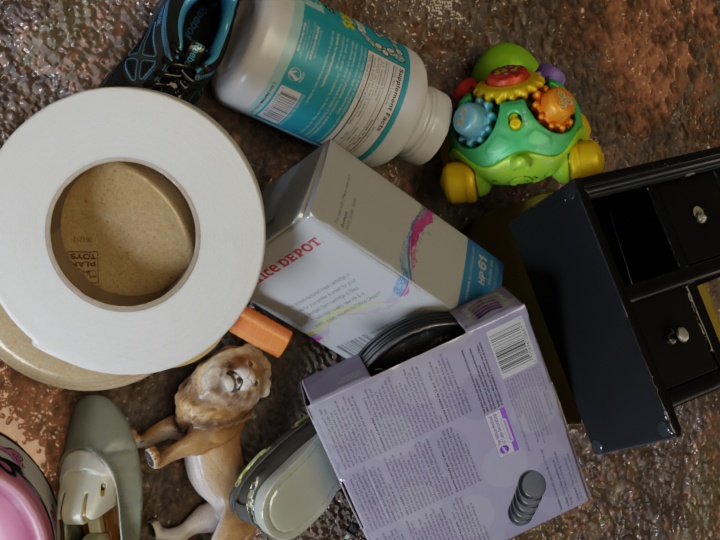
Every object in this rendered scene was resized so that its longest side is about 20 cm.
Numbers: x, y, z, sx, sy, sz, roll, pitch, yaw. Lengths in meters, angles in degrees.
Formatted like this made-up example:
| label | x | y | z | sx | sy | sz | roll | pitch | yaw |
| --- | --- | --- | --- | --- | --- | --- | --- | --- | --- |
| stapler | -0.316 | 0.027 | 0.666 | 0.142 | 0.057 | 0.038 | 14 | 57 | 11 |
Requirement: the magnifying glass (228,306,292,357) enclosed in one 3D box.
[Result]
| label | x | y | z | sx | sy | sz | roll | pitch | yaw |
| --- | --- | --- | --- | --- | --- | --- | --- | --- | --- |
| magnifying glass | -0.146 | 0.012 | 0.753 | 0.199 | 0.022 | 0.080 | 31 | 101 | -9 |

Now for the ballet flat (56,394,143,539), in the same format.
| label | x | y | z | sx | sy | sz | roll | pitch | yaw |
| --- | --- | --- | --- | --- | --- | --- | --- | --- | --- |
| ballet flat | -0.204 | 0.200 | 0.724 | 0.064 | 0.067 | 0.203 | -19 | 106 | -72 |

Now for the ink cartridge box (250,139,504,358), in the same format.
| label | x | y | z | sx | sy | sz | roll | pitch | yaw |
| --- | --- | --- | --- | --- | --- | --- | --- | --- | --- |
| ink cartridge box | 0.000 | 0.000 | 0.785 | 0.199 | 0.144 | 0.085 | 32 | 53 | -26 |

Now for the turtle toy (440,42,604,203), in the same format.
| label | x | y | z | sx | sy | sz | roll | pitch | yaw |
| --- | --- | --- | --- | --- | --- | --- | --- | --- | --- |
| turtle toy | 0.139 | -0.143 | 0.862 | 0.144 | 0.201 | 0.102 | -9 | 118 | 9 |

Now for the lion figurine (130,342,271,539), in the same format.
| label | x | y | z | sx | sy | sz | roll | pitch | yaw |
| --- | --- | --- | --- | --- | --- | --- | --- | --- | --- |
| lion figurine | -0.120 | 0.166 | 0.784 | 0.122 | 0.072 | 0.202 | -20 | 114 | -35 |

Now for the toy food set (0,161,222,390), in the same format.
| label | x | y | z | sx | sy | sz | roll | pitch | yaw |
| --- | --- | --- | --- | --- | --- | --- | --- | --- | --- |
| toy food set | -0.204 | -0.008 | 0.706 | 0.198 | 0.049 | 0.200 | -15 | 102 | -3 |

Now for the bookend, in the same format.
| label | x | y | z | sx | sy | sz | roll | pitch | yaw |
| --- | --- | --- | --- | --- | --- | --- | --- | --- | --- |
| bookend | 0.251 | 0.018 | 0.757 | 0.197 | 0.092 | 0.202 | -13 | 79 | -29 |

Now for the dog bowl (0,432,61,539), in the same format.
| label | x | y | z | sx | sy | sz | roll | pitch | yaw |
| --- | --- | --- | --- | --- | --- | --- | --- | --- | --- |
| dog bowl | -0.311 | 0.211 | 0.669 | 0.198 | 0.074 | 0.203 | 0 | 90 | -28 |

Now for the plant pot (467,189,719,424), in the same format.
| label | x | y | z | sx | sy | sz | roll | pitch | yaw |
| --- | --- | --- | --- | --- | --- | --- | --- | --- | --- |
| plant pot | 0.200 | 0.028 | 0.887 | 0.192 | 0.195 | 0.203 | -9 | 84 | -28 |

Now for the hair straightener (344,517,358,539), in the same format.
| label | x | y | z | sx | sy | sz | roll | pitch | yaw |
| --- | --- | --- | --- | --- | --- | --- | --- | --- | --- |
| hair straightener | 0.015 | 0.227 | 0.871 | 0.077 | 0.041 | 0.202 | -32 | 110 | -20 |

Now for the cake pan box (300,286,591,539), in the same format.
| label | x | y | z | sx | sy | sz | roll | pitch | yaw |
| --- | --- | --- | --- | --- | --- | --- | --- | --- | --- |
| cake pan box | 0.068 | 0.133 | 0.739 | 0.183 | 0.052 | 0.202 | -26 | 111 | -6 |

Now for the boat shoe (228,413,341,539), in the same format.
| label | x | y | z | sx | sy | sz | roll | pitch | yaw |
| --- | --- | --- | --- | --- | --- | --- | --- | --- | --- |
| boat shoe | -0.024 | 0.147 | 0.788 | 0.201 | 0.060 | 0.073 | -33 | 112 | -38 |

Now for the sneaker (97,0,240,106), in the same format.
| label | x | y | z | sx | sy | sz | roll | pitch | yaw |
| --- | --- | --- | --- | --- | --- | --- | --- | --- | --- |
| sneaker | -0.158 | -0.153 | 0.743 | 0.073 | 0.082 | 0.202 | 26 | 79 | -28 |

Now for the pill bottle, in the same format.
| label | x | y | z | sx | sy | sz | roll | pitch | yaw |
| --- | --- | --- | --- | --- | --- | --- | --- | --- | --- |
| pill bottle | -0.019 | -0.159 | 0.803 | 0.198 | 0.110 | 0.112 | 21 | 81 | -28 |

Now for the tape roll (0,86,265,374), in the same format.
| label | x | y | z | sx | sy | sz | roll | pitch | yaw |
| --- | --- | --- | --- | --- | --- | --- | --- | --- | --- |
| tape roll | -0.166 | -0.027 | 0.663 | 0.200 | 0.037 | 0.205 | -1 | 101 | -7 |
